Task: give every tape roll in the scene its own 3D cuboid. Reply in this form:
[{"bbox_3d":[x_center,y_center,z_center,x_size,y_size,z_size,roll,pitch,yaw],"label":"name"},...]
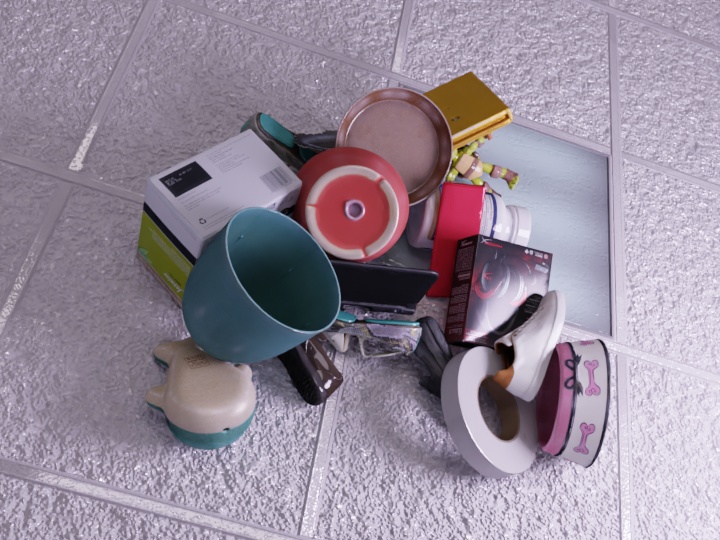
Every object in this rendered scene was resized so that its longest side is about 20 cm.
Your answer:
[{"bbox_3d":[0.200,0.217,1.438,0.203,0.037,0.203,29,48,-38],"label":"tape roll"}]

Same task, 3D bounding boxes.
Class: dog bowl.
[{"bbox_3d":[0.326,0.201,1.458,0.074,0.200,0.201,8,52,0],"label":"dog bowl"}]

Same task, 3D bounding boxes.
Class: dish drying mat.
[{"bbox_3d":[0.161,-0.049,1.586,0.077,0.201,0.018,3,18,-13],"label":"dish drying mat"}]

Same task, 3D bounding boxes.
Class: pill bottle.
[{"bbox_3d":[0.191,-0.084,1.654,0.199,0.120,0.120,10,53,-14],"label":"pill bottle"}]

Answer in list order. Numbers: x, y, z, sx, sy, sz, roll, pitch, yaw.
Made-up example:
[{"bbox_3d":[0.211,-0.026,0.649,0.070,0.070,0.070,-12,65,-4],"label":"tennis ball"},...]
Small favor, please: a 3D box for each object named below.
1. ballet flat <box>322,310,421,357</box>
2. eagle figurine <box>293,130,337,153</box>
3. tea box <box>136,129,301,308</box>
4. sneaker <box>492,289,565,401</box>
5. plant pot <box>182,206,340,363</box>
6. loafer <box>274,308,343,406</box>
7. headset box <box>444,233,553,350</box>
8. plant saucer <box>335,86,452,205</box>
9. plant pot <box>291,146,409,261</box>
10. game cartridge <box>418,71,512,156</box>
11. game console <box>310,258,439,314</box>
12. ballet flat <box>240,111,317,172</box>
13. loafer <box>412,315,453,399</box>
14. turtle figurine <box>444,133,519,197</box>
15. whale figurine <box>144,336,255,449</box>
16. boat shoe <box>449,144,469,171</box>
[{"bbox_3d":[-0.006,0.100,1.476,0.200,0.072,0.072,10,50,11],"label":"ballet flat"},{"bbox_3d":[-0.014,-0.204,1.654,0.200,0.151,0.152,-36,53,-22],"label":"eagle figurine"},{"bbox_3d":[-0.220,-0.077,1.444,0.200,0.197,0.134,-33,72,-34],"label":"tea box"},{"bbox_3d":[0.263,0.101,1.471,0.084,0.073,0.200,26,58,0],"label":"sneaker"},{"bbox_3d":[-0.155,0.037,1.316,0.200,0.161,0.201,32,38,-29],"label":"plant pot"},{"bbox_3d":[-0.092,0.113,1.445,0.071,0.073,0.200,-18,72,-36],"label":"loafer"},{"bbox_3d":[0.226,0.056,1.548,0.148,0.075,0.201,14,78,-20],"label":"headset box"},{"bbox_3d":[0.055,-0.206,1.576,0.200,0.034,0.201,-1,94,-10],"label":"plant saucer"},{"bbox_3d":[-0.015,-0.097,1.469,0.200,0.177,0.201,0,97,-3],"label":"plant pot"},{"bbox_3d":[0.160,-0.280,1.693,0.176,0.032,0.200,-25,33,1],"label":"game cartridge"},{"bbox_3d":[0.000,0.000,1.487,0.199,0.117,0.176,7,28,-17],"label":"game console"},{"bbox_3d":[-0.127,-0.212,1.657,0.200,0.064,0.068,30,44,-35],"label":"ballet flat"},{"bbox_3d":[0.128,0.170,1.490,0.070,0.068,0.201,-28,74,8],"label":"loafer"},{"bbox_3d":[0.202,-0.181,1.741,0.161,0.200,0.064,33,5,-17],"label":"turtle figurine"},{"bbox_3d":[-0.230,0.176,1.340,0.159,0.104,0.200,-14,37,-28],"label":"whale figurine"},{"bbox_3d":[0.113,-0.239,1.772,0.199,0.062,0.075,20,51,-6],"label":"boat shoe"}]
